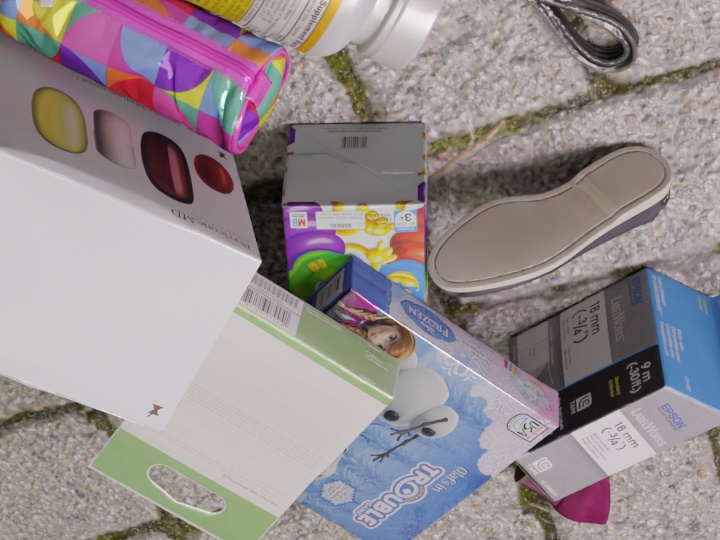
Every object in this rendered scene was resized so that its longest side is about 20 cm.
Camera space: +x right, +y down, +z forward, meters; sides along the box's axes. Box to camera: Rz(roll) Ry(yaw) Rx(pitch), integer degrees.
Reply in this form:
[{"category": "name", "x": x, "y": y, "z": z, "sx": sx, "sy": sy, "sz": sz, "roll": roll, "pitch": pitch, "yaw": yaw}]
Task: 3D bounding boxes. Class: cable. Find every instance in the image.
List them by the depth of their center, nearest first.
[{"category": "cable", "x": 0.114, "y": -0.194, "z": 1.092, "sx": 0.097, "sy": 0.050, "sz": 0.200, "roll": -23, "pitch": 125, "yaw": 23}]

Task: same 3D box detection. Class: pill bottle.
[{"category": "pill bottle", "x": -0.047, "y": -0.207, "z": 1.045, "sx": 0.199, "sy": 0.113, "sz": 0.113, "roll": 23, "pitch": 127, "yaw": -16}]

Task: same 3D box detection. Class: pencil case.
[{"category": "pencil case", "x": -0.147, "y": -0.154, "z": 1.075, "sx": 0.199, "sy": 0.088, "sz": 0.089, "roll": 27, "pitch": 128, "yaw": 3}]

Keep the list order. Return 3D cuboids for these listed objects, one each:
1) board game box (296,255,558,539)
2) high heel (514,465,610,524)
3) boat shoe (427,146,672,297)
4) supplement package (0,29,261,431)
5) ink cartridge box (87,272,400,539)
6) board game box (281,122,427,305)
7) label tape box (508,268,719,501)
[{"category": "board game box", "x": 0.010, "y": 0.109, "z": 1.214, "sx": 0.199, "sy": 0.043, "sz": 0.200, "roll": 33, "pitch": 125, "yaw": -21}, {"category": "high heel", "x": 0.221, "y": 0.147, "z": 1.362, "sx": 0.096, "sy": 0.068, "sz": 0.200, "roll": 29, "pitch": 138, "yaw": -13}, {"category": "boat shoe", "x": 0.141, "y": -0.023, "z": 1.189, "sx": 0.199, "sy": 0.073, "sz": 0.063, "roll": -26, "pitch": 147, "yaw": -14}, {"category": "supplement package", "x": -0.192, "y": -0.031, "z": 1.087, "sx": 0.191, "sy": 0.200, "sz": 0.147, "roll": 23, "pitch": 112, "yaw": -24}, {"category": "ink cartridge box", "x": -0.086, "y": 0.103, "z": 1.163, "sx": 0.145, "sy": 0.048, "sz": 0.200, "roll": 32, "pitch": 125, "yaw": -14}, {"category": "board game box", "x": 0.000, "y": 0.000, "z": 1.222, "sx": 0.104, "sy": 0.103, "sz": 0.201, "roll": -1, "pitch": 130, "yaw": 3}, {"category": "label tape box", "x": 0.215, "y": 0.074, "z": 1.252, "sx": 0.200, "sy": 0.144, "sz": 0.063, "roll": -29, "pitch": 121, "yaw": 23}]
